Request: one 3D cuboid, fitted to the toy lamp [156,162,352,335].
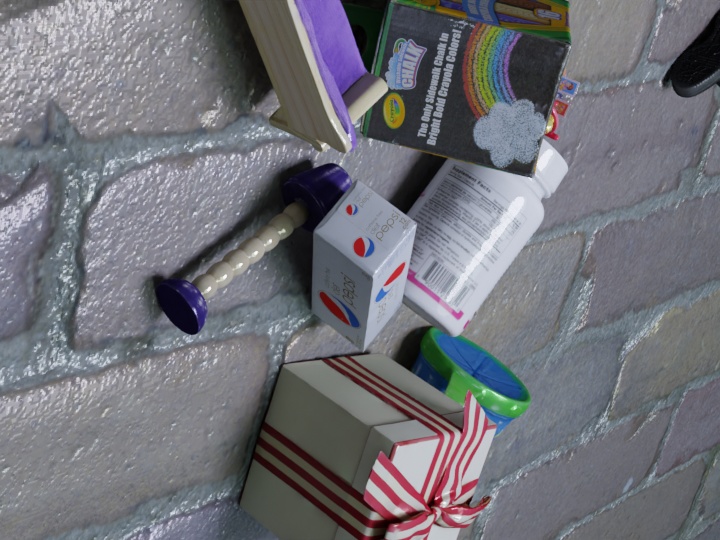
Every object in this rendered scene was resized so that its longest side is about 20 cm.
[{"bbox_3d":[-0.083,-0.025,1.233,0.200,0.058,0.059,-42,144,-31],"label":"toy lamp"}]

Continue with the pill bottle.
[{"bbox_3d":[0.108,-0.047,1.426,0.201,0.113,0.113,-53,148,-5],"label":"pill bottle"}]

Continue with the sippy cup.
[{"bbox_3d":[0.095,0.153,1.573,0.177,0.140,0.131,18,111,-46],"label":"sippy cup"}]

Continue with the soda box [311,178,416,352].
[{"bbox_3d":[0.000,0.000,1.300,0.064,0.068,0.200,-50,168,-19],"label":"soda box"}]

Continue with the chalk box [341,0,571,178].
[{"bbox_3d":[0.069,-0.178,1.239,0.124,0.197,0.126,-72,177,-63],"label":"chalk box"}]

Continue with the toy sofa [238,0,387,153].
[{"bbox_3d":[-0.040,-0.191,1.106,0.083,0.097,0.201,-45,138,-23],"label":"toy sofa"}]

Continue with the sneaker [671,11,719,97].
[{"bbox_3d":[0.459,-0.260,1.835,0.200,0.060,0.105,-50,143,-24],"label":"sneaker"}]

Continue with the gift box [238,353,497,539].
[{"bbox_3d":[0.013,0.184,1.404,0.183,0.186,0.203,-9,123,-47],"label":"gift box"}]

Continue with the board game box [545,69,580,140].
[{"bbox_3d":[0.169,-0.145,1.520,0.157,0.039,0.202,3,111,-56],"label":"board game box"}]
